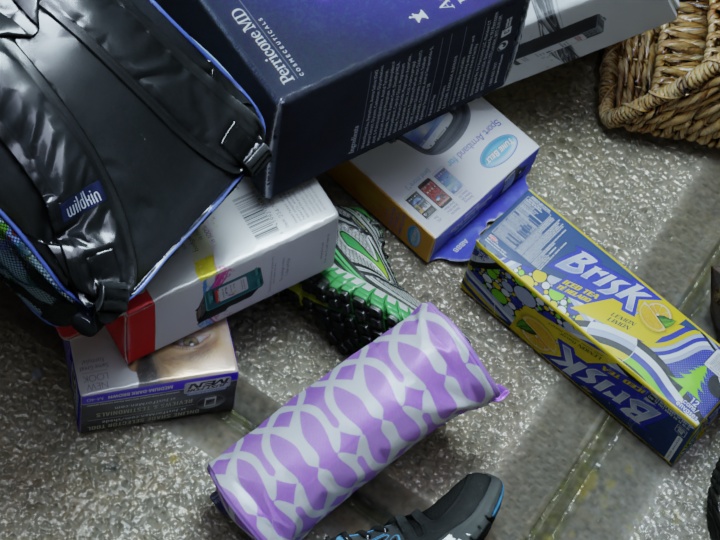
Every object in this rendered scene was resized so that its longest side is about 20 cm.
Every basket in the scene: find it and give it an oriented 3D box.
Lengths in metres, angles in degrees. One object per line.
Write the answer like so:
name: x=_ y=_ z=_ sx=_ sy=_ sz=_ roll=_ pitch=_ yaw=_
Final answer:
basket: x=0.269 y=-0.204 z=1.553 sx=0.148 sy=0.143 sz=0.201 roll=13 pitch=59 yaw=-3

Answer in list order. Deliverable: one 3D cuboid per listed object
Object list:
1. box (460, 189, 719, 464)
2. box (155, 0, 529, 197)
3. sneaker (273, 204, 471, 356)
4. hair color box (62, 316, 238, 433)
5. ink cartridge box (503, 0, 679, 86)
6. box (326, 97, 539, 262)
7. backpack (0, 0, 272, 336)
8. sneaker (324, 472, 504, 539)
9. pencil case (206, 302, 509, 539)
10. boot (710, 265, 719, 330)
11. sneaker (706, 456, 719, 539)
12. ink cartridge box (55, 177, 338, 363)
box: x=0.168 y=0.039 z=1.440 sx=0.200 sy=0.070 sz=0.064 roll=41 pitch=64 yaw=14
box: x=-0.015 y=-0.164 z=1.344 sx=0.199 sy=0.105 sz=0.148 roll=-28 pitch=65 yaw=-23
sneaker: x=0.000 y=0.000 z=1.430 sx=0.200 sy=0.078 sz=0.085 roll=38 pitch=61 yaw=13
hair color box: x=-0.156 y=0.002 z=1.412 sx=0.109 sy=0.065 sz=0.201 roll=-9 pitch=64 yaw=-13
ink cartridge box: x=0.109 y=-0.220 z=1.472 sx=0.199 sy=0.084 sz=0.145 roll=-20 pitch=68 yaw=12
box: x=0.036 y=-0.097 z=1.513 sx=0.200 sy=0.042 sz=0.119 roll=41 pitch=62 yaw=16
backpack: x=-0.186 y=-0.086 z=1.236 sx=0.200 sy=0.147 sz=0.183 roll=49 pitch=63 yaw=-15
sneaker: x=0.014 y=0.188 z=1.328 sx=0.082 sy=0.073 sz=0.200 roll=41 pitch=61 yaw=16
pencil case: x=-0.005 y=0.107 z=1.333 sx=0.200 sy=0.084 sz=0.086 roll=-37 pitch=104 yaw=-3
boot: x=0.348 y=0.024 z=1.423 sx=0.198 sy=0.186 sz=0.065 roll=8 pitch=82 yaw=-8
sneaker: x=0.305 y=0.104 z=1.393 sx=0.088 sy=0.201 sz=0.077 roll=16 pitch=13 yaw=-23
ink cartridge box: x=-0.128 y=-0.022 z=1.353 sx=0.199 sy=0.067 sz=0.117 roll=-25 pitch=64 yaw=-19
